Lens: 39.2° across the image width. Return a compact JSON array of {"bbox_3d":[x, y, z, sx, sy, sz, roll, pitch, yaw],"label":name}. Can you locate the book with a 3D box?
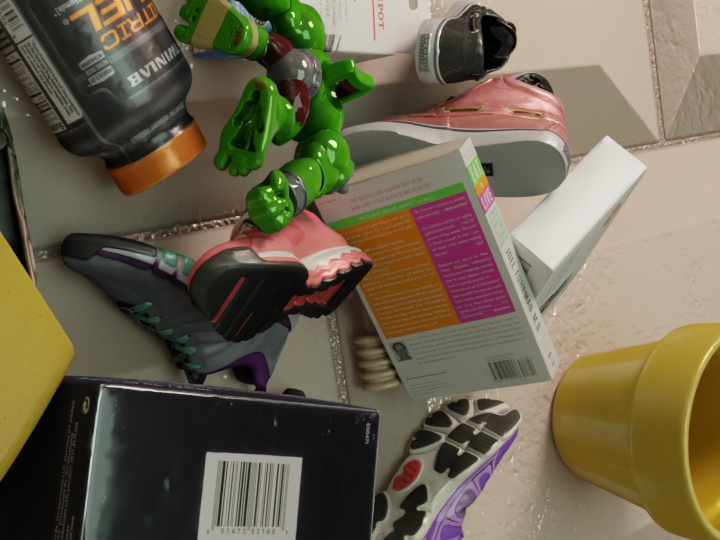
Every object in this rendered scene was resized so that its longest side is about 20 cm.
[{"bbox_3d":[0.063,0.006,0.804,0.048,0.132,0.202,-49,121,-51],"label":"book"}]

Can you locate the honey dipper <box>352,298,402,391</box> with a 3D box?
[{"bbox_3d":[0.000,0.000,0.864,0.038,0.038,0.204,-13,93,-37],"label":"honey dipper"}]

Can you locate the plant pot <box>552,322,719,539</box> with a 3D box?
[{"bbox_3d":[0.297,0.151,0.991,0.198,0.187,0.205,0,89,-38],"label":"plant pot"}]

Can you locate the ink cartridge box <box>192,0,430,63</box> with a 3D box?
[{"bbox_3d":[-0.038,-0.229,0.815,0.197,0.067,0.118,-5,94,-37],"label":"ink cartridge box"}]

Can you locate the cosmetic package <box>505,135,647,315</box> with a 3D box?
[{"bbox_3d":[0.159,-0.004,0.891,0.051,0.201,0.151,38,59,12],"label":"cosmetic package"}]

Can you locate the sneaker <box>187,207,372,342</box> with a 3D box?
[{"bbox_3d":[-0.071,-0.008,0.721,0.087,0.074,0.199,47,20,17],"label":"sneaker"}]

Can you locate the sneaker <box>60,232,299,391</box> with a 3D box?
[{"bbox_3d":[-0.131,0.037,0.737,0.198,0.074,0.089,21,81,-36],"label":"sneaker"}]

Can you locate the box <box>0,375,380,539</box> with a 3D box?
[{"bbox_3d":[-0.125,0.136,0.658,0.198,0.197,0.126,12,79,-37],"label":"box"}]

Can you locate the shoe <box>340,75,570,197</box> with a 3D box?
[{"bbox_3d":[0.074,-0.109,0.839,0.092,0.196,0.072,-76,163,-50],"label":"shoe"}]

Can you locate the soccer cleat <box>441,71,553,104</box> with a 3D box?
[{"bbox_3d":[0.080,-0.120,0.912,0.198,0.073,0.069,-29,107,-15],"label":"soccer cleat"}]

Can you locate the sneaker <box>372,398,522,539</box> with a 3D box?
[{"bbox_3d":[0.073,0.197,0.903,0.200,0.080,0.084,-46,131,-21],"label":"sneaker"}]

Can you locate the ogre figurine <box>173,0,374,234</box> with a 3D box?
[{"bbox_3d":[-0.053,-0.124,0.699,0.119,0.098,0.202,6,51,-58],"label":"ogre figurine"}]

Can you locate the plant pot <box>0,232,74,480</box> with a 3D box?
[{"bbox_3d":[-0.281,0.048,0.553,0.176,0.198,0.202,-43,114,-39],"label":"plant pot"}]

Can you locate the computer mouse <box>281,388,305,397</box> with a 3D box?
[{"bbox_3d":[-0.031,0.191,0.819,0.033,0.059,0.203,-19,97,-5],"label":"computer mouse"}]

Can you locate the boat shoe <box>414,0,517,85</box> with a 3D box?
[{"bbox_3d":[0.102,-0.197,0.872,0.200,0.065,0.071,-36,128,-67],"label":"boat shoe"}]

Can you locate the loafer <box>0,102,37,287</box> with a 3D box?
[{"bbox_3d":[-0.247,-0.066,0.653,0.071,0.062,0.204,-21,102,-36],"label":"loafer"}]

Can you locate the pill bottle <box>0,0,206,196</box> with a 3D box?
[{"bbox_3d":[-0.182,-0.152,0.679,0.106,0.105,0.202,-42,114,-30],"label":"pill bottle"}]
